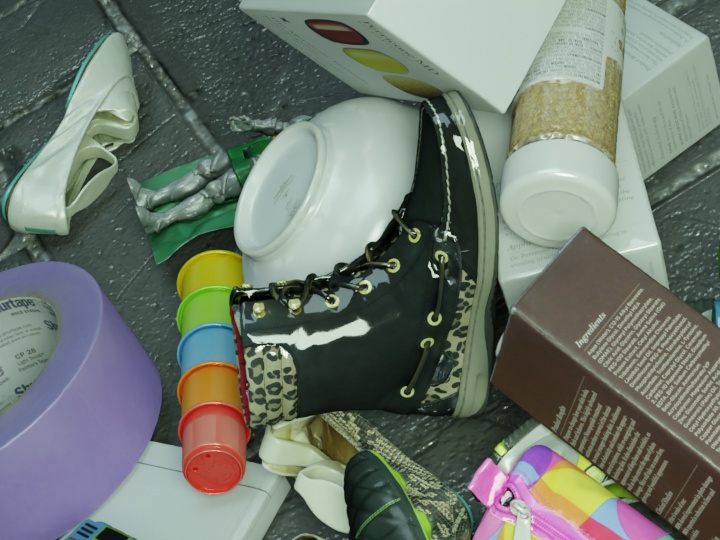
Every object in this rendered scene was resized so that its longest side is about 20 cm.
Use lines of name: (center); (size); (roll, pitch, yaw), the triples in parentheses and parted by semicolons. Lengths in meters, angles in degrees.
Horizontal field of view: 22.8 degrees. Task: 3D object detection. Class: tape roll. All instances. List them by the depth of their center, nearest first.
tape roll: (-0.239, 0.094, 1.207); (0.198, 0.085, 0.201); (-20, 35, 15)

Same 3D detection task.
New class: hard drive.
hard drive: (-0.144, 0.198, 1.118); (0.131, 0.027, 0.201); (7, 51, 31)

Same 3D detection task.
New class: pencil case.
pencil case: (0.144, 0.172, 0.927); (0.199, 0.089, 0.088); (33, 65, 25)

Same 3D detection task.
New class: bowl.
bowl: (-0.021, -0.036, 1.181); (0.201, 0.090, 0.203); (-39, 37, 37)

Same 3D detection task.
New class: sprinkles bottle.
sprinkles bottle: (0.124, -0.111, 1.065); (0.068, 0.068, 0.201); (-6, 51, 20)

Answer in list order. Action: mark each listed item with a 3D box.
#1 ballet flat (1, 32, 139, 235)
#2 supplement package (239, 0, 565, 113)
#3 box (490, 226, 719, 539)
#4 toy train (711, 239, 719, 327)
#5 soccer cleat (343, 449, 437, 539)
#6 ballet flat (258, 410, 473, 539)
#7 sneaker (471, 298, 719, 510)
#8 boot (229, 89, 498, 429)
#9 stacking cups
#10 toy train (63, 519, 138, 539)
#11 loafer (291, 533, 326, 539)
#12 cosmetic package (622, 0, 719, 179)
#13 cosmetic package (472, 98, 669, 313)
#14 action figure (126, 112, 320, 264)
ballet flat: (-0.217, -0.105, 1.446); (0.069, 0.070, 0.201); (6, 54, 30)
supplement package: (0.027, -0.177, 1.099); (0.110, 0.113, 0.200); (-61, 25, -5)
box: (0.171, 0.078, 0.972); (0.199, 0.100, 0.075); (37, 67, 13)
toy train: (0.265, -0.010, 1.065); (0.114, 0.085, 0.201); (5, 47, 4)
soccer cleat: (0.012, 0.193, 0.968); (0.080, 0.068, 0.202); (-11, 65, -14)
ballet flat: (-0.015, 0.119, 1.095); (0.075, 0.068, 0.200); (-7, 30, -38)
sneaker: (0.158, 0.094, 1.059); (0.199, 0.076, 0.076); (-38, 72, -17)
boot: (0.000, 0.001, 1.046); (0.152, 0.206, 0.074); (-6, 25, -10)
stacking cups: (-0.092, 0.069, 1.186); (0.060, 0.061, 0.201); (-18, 37, 8)
toy train: (-0.129, 0.213, 0.989); (0.114, 0.087, 0.199); (-45, 29, -22)
loafer: (-0.042, 0.233, 1.000); (0.075, 0.068, 0.201); (-9, 44, 17)
cosmetic package: (0.142, -0.101, 1.246); (0.199, 0.081, 0.113); (-35, 43, -9)
cosmetic package: (0.124, -0.060, 1.116); (0.101, 0.074, 0.201); (-12, 50, 7)
action figure: (-0.076, -0.081, 1.355); (0.198, 0.055, 0.118); (-23, 38, -3)
